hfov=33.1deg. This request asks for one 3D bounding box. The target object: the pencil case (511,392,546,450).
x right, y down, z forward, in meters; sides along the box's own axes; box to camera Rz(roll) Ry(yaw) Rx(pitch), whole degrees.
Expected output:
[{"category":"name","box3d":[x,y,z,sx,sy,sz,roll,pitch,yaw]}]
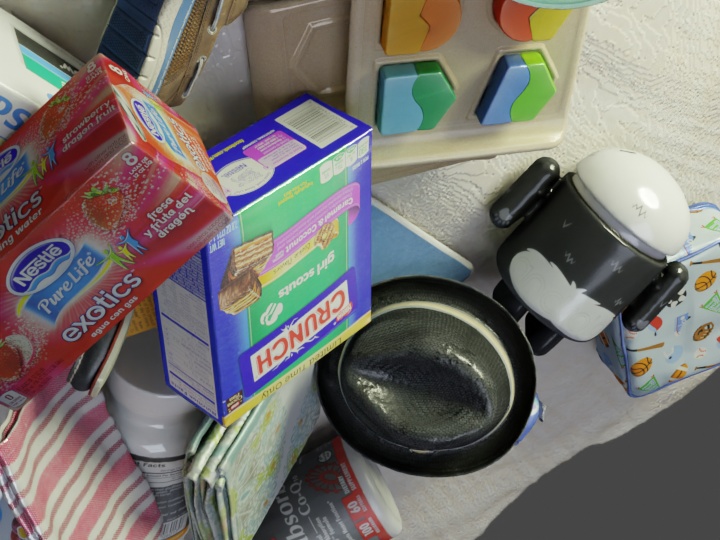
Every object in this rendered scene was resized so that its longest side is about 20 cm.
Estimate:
[{"category":"pencil case","box3d":[0.092,0.124,1.188,0.199,0.087,0.078,20,133,-40]}]

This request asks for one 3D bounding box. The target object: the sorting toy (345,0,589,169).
[{"category":"sorting toy","box3d":[0.083,-0.166,0.901,0.184,0.037,0.201,-7,131,-12]}]

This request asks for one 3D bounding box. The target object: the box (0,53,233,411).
[{"category":"box","box3d":[-0.189,-0.021,0.752,0.200,0.100,0.095,-40,135,13]}]

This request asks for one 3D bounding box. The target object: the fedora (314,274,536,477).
[{"category":"fedora","box3d":[0.053,0.097,1.055,0.200,0.201,0.092,-34,178,8]}]

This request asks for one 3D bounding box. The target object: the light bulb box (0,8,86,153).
[{"category":"light bulb box","box3d":[-0.283,-0.073,0.822,0.200,0.125,0.198,-44,133,15]}]

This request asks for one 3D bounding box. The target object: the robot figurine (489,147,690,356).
[{"category":"robot figurine","box3d":[0.203,-0.018,1.095,0.150,0.125,0.200,18,121,-44]}]

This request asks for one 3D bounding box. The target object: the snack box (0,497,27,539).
[{"category":"snack box","box3d":[-0.315,0.185,0.993,0.142,0.201,0.053,-36,166,10]}]

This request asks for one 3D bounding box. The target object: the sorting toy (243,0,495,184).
[{"category":"sorting toy","box3d":[0.014,-0.148,0.956,0.199,0.037,0.186,-11,133,-8]}]

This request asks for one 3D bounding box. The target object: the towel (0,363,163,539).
[{"category":"towel","box3d":[-0.211,0.172,0.934,0.030,0.147,0.201,-12,116,18]}]

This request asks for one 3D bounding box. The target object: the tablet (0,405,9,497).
[{"category":"tablet","box3d":[-0.345,0.163,0.962,0.200,0.130,0.014,-56,163,3]}]

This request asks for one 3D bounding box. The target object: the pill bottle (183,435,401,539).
[{"category":"pill bottle","box3d":[-0.068,0.258,1.225,0.199,0.116,0.116,-29,135,2]}]

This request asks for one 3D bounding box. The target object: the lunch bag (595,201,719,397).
[{"category":"lunch bag","box3d":[0.317,0.033,1.226,0.160,0.076,0.201,-23,135,-6]}]

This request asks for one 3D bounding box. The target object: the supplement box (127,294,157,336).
[{"category":"supplement box","box3d":[-0.198,0.014,0.981,0.199,0.067,0.069,-20,135,-6]}]

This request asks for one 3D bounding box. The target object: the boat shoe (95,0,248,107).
[{"category":"boat shoe","box3d":[-0.115,-0.201,0.829,0.072,0.072,0.201,2,125,-53]}]

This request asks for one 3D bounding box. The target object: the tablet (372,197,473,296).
[{"category":"tablet","box3d":[0.000,0.000,1.095,0.130,0.014,0.200,-44,132,17]}]

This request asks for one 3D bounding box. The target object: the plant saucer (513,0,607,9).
[{"category":"plant saucer","box3d":[0.125,-0.274,0.825,0.199,0.036,0.201,0,90,-12]}]

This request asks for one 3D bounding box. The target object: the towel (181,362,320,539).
[{"category":"towel","box3d":[-0.093,0.143,1.075,0.048,0.200,0.172,20,143,15]}]

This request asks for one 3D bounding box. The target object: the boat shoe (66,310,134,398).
[{"category":"boat shoe","box3d":[-0.190,-0.008,0.901,0.062,0.071,0.201,16,79,-16]}]

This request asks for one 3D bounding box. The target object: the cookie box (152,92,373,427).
[{"category":"cookie box","box3d":[-0.072,-0.006,0.928,0.171,0.075,0.201,-36,144,-33]}]

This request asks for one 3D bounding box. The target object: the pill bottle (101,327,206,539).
[{"category":"pill bottle","box3d":[-0.188,0.148,1.073,0.116,0.117,0.201,-1,130,-23]}]
